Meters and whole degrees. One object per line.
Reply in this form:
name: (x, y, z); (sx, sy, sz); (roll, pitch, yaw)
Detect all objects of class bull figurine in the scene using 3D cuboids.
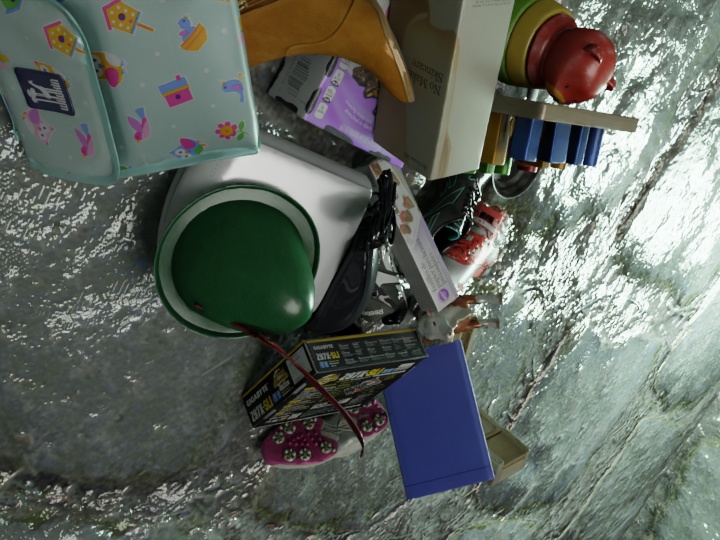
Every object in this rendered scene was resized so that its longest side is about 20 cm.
bull figurine: (0.127, 0.060, 1.059); (0.119, 0.200, 0.067); (-2, 94, -4)

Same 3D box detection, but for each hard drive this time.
hard drive: (0.107, 0.215, 1.119); (0.129, 0.204, 0.025); (-13, 170, 0)

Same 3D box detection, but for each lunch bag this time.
lunch bag: (-0.189, -0.166, 0.605); (0.196, 0.123, 0.172); (-12, 135, -9)

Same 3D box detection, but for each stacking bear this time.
stacking bear: (0.196, -0.251, 0.865); (0.114, 0.199, 0.121); (-48, 141, -3)

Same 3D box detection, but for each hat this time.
hat: (-0.075, 0.037, 0.702); (0.197, 0.176, 0.168); (16, 110, -34)

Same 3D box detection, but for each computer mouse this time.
computer mouse: (0.000, 0.000, 0.852); (0.052, 0.140, 0.201); (24, 125, -10)

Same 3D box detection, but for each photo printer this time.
photo printer: (-0.102, -0.055, 0.794); (0.198, 0.069, 0.168); (19, 105, -36)

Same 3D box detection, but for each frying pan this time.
frying pan: (0.213, -0.184, 1.070); (0.114, 0.031, 0.192); (-39, 136, -17)

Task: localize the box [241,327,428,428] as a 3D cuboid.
box: (-0.032, 0.139, 0.999); (0.198, 0.050, 0.160); (-2, 147, -43)

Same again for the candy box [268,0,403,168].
candy box: (0.022, -0.233, 0.806); (0.166, 0.071, 0.202); (16, 107, -49)

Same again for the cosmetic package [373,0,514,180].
cosmetic package: (0.078, -0.204, 0.745); (0.070, 0.105, 0.203); (-16, 128, -33)

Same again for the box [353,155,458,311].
box: (0.056, -0.046, 0.932); (0.038, 0.041, 0.203); (-34, 106, -26)

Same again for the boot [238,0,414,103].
boot: (-0.049, -0.213, 0.695); (0.142, 0.071, 0.203); (-27, 112, 10)

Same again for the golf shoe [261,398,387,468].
golf shoe: (-0.053, 0.248, 1.102); (0.197, 0.076, 0.092); (-11, 145, -30)

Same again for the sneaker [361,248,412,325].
sneaker: (0.015, 0.015, 0.972); (0.200, 0.065, 0.092); (39, 58, -53)

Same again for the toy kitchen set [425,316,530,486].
toy kitchen set: (0.147, 0.200, 1.160); (0.161, 0.199, 0.183); (-13, 128, -38)

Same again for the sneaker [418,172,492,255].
sneaker: (0.127, -0.082, 1.020); (0.201, 0.079, 0.076); (-49, 135, -7)

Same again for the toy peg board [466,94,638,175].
toy peg board: (0.184, -0.153, 0.909); (0.197, 0.198, 0.100); (-4, 110, -42)

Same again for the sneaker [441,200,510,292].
sneaker: (0.147, -0.040, 1.063); (0.200, 0.067, 0.110); (-16, 130, -60)

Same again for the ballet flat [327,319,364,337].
ballet flat: (-0.049, 0.031, 0.948); (0.067, 0.057, 0.200); (-50, 141, -3)
